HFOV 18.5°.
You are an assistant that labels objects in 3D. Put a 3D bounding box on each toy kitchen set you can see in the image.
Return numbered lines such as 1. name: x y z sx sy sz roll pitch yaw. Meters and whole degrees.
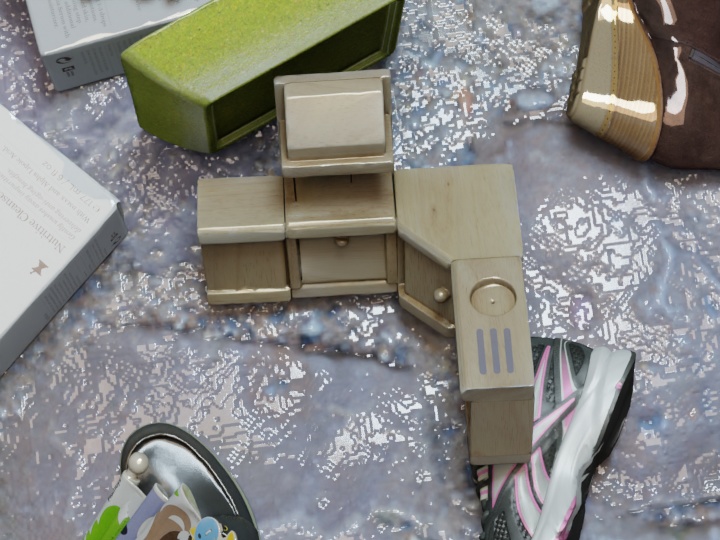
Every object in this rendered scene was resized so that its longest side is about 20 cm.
1. toy kitchen set: 0.000 0.000 1.334 0.199 0.164 0.181 -3 51 0

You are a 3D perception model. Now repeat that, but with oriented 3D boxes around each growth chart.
1. growth chart: -0.118 0.200 1.309 0.200 0.018 0.145 49 116 46

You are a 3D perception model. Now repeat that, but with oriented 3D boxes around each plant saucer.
1. plant saucer: -0.046 -0.140 1.382 0.199 0.200 0.048 -30 83 -6

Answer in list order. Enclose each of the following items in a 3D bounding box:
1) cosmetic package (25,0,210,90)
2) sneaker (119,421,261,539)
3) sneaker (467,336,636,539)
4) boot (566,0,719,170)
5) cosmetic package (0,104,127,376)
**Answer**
1. cosmetic package: -0.122 -0.200 1.460 0.199 0.071 0.102 -15 75 -3
2. sneaker: -0.092 0.178 1.353 0.074 0.106 0.201 -26 78 -5
3. sneaker: 0.101 0.132 1.389 0.086 0.080 0.201 19 69 17
4. boot: 0.231 -0.158 1.463 0.165 0.072 0.201 16 76 -8
5. cosmetic package: -0.254 0.006 1.408 0.113 0.081 0.200 38 79 7
